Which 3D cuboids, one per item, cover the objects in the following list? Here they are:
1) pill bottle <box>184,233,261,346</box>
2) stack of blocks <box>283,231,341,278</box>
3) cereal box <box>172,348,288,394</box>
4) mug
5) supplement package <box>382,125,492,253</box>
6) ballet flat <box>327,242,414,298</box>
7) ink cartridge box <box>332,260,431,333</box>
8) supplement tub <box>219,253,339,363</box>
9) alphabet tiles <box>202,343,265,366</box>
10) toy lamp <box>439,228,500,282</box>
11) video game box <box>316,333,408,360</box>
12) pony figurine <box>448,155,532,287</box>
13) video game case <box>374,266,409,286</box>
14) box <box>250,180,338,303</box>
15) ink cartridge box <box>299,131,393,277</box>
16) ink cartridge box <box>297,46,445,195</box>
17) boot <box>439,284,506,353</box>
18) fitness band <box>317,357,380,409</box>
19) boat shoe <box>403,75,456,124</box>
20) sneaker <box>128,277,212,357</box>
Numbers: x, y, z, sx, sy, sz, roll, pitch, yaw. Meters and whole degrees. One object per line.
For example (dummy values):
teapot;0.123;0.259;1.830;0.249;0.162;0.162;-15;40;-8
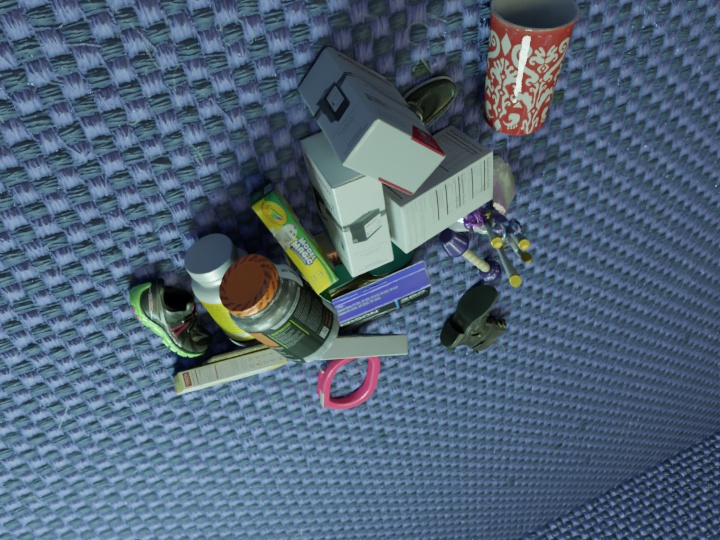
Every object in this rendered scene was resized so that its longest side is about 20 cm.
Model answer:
pill bottle;-0.216;0.033;1.154;0.112;0.113;0.200;-29;139;-4
stack of blocks;-0.032;-0.021;1.258;0.199;0.059;0.115;-23;138;-11
cereal box;-0.249;0.190;1.286;0.199;0.040;0.144;-13;172;-21
mug;0.284;-0.337;1.103;0.177;0.134;0.201;-17;140;-15
supplement package;0.120;-0.143;1.172;0.200;0.114;0.110;-31;140;-18
ballet flat;0.000;0.000;1.218;0.199;0.071;0.065;-18;165;-12
ink cartridge box;0.037;0.054;1.264;0.197;0.044;0.200;-23;167;1
supplement tub;-0.128;0.060;1.079;0.122;0.123;0.200;-37;143;5
alphabet tiles;-0.205;0.150;1.262;0.166;0.008;0.200;-13;173;-22
toy lamp;0.226;-0.034;1.412;0.058;0.058;0.200;-44;140;12
video game box;-0.037;0.149;1.344;0.199;0.047;0.182;1;173;-33
pony figurine;0.250;-0.091;1.296;0.166;0.200;0.193;-30;124;7
video game case;-0.003;0.053;1.330;0.199;0.018;0.143;-21;167;-14
box;-0.099;-0.044;1.087;0.048;0.117;0.200;-34;108;1
ink cartridge box;-0.021;-0.113;1.111;0.083;0.145;0.200;-23;138;-10
ink cartridge box;0.013;-0.220;0.991;0.145;0.200;0.083;17;123;-41
boot;0.289;0.117;1.598;0.174;0.069;0.200;9;128;-44
fitness band;-0.027;0.246;1.538;0.143;0.037;0.201;-15;137;-24
boat shoe;0.080;-0.240;1.114;0.200;0.068;0.072;-36;137;1
sneaker;-0.311;0.084;1.172;0.084;0.077;0.200;-31;140;4
